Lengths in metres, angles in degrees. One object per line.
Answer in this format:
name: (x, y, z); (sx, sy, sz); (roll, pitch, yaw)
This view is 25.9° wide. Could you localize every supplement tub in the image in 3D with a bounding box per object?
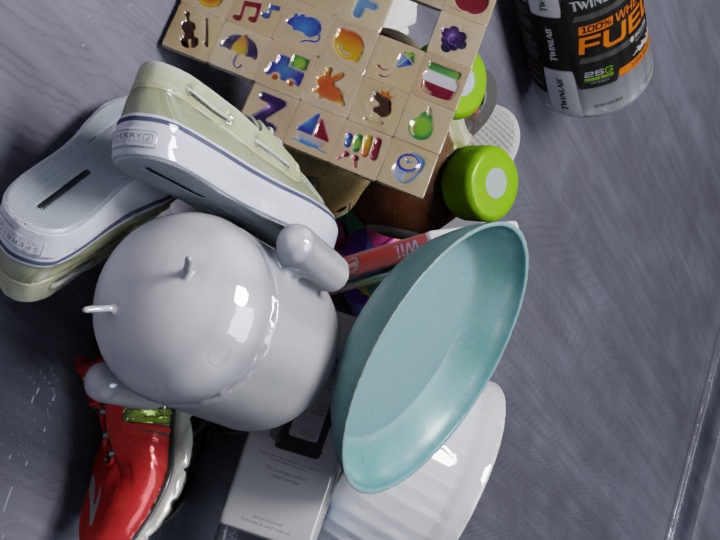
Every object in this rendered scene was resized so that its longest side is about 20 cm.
supplement tub: (0.209, -0.256, 1.496); (0.123, 0.122, 0.201); (-59, 145, -32)

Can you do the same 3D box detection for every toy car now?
toy car: (-0.020, -0.067, 1.109); (0.200, 0.164, 0.159); (-36, 116, -34)

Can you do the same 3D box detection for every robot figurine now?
robot figurine: (-0.086, 0.033, 0.943); (0.169, 0.113, 0.200); (-37, 155, 9)

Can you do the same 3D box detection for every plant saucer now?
plant saucer: (0.039, 0.051, 1.026); (0.200, 0.036, 0.201); (-42, 149, -33)

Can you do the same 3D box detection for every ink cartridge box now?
ink cartridge box: (-0.033, 0.092, 1.098); (0.116, 0.067, 0.201); (96, 13, -80)

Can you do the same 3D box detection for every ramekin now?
ramekin: (0.021, 0.155, 1.228); (0.201, 0.097, 0.201); (-58, -170, 17)

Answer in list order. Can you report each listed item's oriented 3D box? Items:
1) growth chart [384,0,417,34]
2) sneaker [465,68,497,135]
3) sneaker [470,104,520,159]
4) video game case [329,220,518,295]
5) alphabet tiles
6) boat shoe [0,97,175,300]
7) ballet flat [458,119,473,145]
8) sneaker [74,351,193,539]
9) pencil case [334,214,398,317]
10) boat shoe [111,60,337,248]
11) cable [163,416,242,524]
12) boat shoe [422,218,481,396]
growth chart: (0.014, -0.250, 1.252); (0.144, 0.018, 0.202); (-16, 113, -58)
sneaker: (0.082, -0.143, 1.325); (0.200, 0.081, 0.078); (-26, 99, -56)
sneaker: (0.088, -0.054, 1.420); (0.115, 0.072, 0.201); (97, 13, -54)
video game case: (0.000, 0.000, 1.132); (0.143, 0.199, 0.018); (-9, 83, -60)
alphabet tiles: (-0.023, -0.156, 1.051); (0.008, 0.199, 0.168); (112, 0, -72)
boat shoe: (-0.157, -0.050, 0.960); (0.200, 0.072, 0.062); (-40, 163, -50)
ballet flat: (0.052, -0.074, 1.263); (0.067, 0.063, 0.200); (-28, 163, -13)
sneaker: (-0.156, 0.088, 1.022); (0.085, 0.077, 0.201); (30, 66, -42)
pencil case: (0.027, 0.023, 1.302); (0.089, 0.088, 0.201); (-59, 145, -33)
boat shoe: (-0.070, -0.062, 0.936); (0.200, 0.072, 0.063); (32, 67, -56)
cable: (-0.095, 0.105, 1.136); (0.200, 0.050, 0.098); (-45, 143, -48)
boat shoe: (0.067, 0.037, 1.194); (0.201, 0.070, 0.070); (-79, 156, -51)
